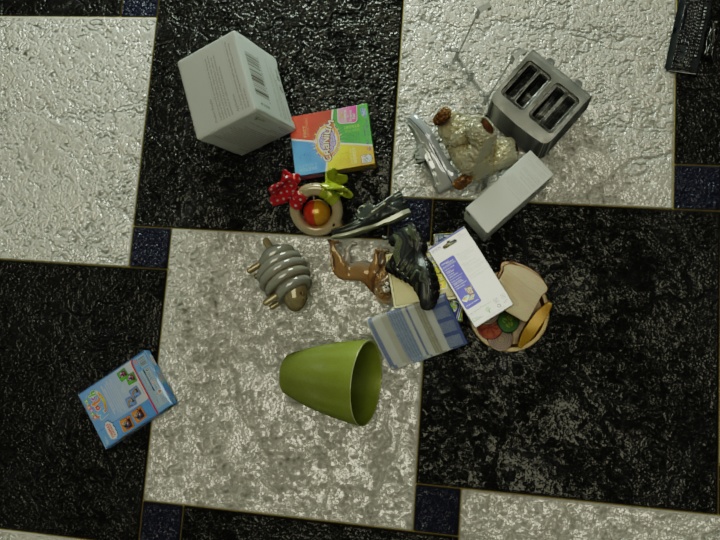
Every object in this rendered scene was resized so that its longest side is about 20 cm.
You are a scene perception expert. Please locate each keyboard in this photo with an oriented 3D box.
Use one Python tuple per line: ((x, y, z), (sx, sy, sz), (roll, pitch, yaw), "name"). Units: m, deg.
((0.781, -0.555, 1.496), (0.103, 0.040, 0.202), (13, 86, 9), "keyboard")

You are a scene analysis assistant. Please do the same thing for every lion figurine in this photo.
((0.000, 0.000, 1.523), (0.198, 0.072, 0.124), (14, 98, 23), "lion figurine")

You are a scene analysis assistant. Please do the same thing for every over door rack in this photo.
((0.269, -0.483, 1.477), (0.066, 0.200, 0.148), (-28, 79, -28), "over door rack")

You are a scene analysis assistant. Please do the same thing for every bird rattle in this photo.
((-0.114, -0.157, 1.525), (0.198, 0.113, 0.165), (-9, 113, -1), "bird rattle")

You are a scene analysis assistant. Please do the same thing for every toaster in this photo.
((0.401, -0.378, 1.484), (0.181, 0.119, 0.200), (43, 90, 11), "toaster")

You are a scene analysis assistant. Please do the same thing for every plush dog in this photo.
((0.242, -0.293, 1.474), (0.160, 0.199, 0.173), (-43, 54, 24), "plush dog")

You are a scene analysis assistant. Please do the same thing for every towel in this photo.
((0.126, 0.139, 1.454), (0.198, 0.024, 0.148), (-21, 113, 18), "towel")

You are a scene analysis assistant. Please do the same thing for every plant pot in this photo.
((-0.075, 0.242, 1.455), (0.198, 0.187, 0.190), (3, 83, 23), "plant pot")

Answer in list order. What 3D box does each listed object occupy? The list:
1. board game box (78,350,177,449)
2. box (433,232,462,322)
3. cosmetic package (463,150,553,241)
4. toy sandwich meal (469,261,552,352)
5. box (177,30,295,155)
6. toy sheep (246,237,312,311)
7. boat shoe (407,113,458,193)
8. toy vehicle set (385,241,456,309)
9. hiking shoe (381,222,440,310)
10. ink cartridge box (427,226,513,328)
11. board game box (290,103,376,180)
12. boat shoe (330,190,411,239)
((-0.566, 0.313, 1.567), (0.199, 0.037, 0.152), (-33, 80, 2), "board game box")
((0.202, 0.019, 1.486), (0.063, 0.070, 0.203), (-2, 83, 8), "box")
((0.334, -0.167, 1.471), (0.200, 0.113, 0.081), (-43, 79, 2), "cosmetic package")
((0.341, 0.085, 1.459), (0.203, 0.070, 0.208), (-1, 83, 7), "toy sandwich meal")
((-0.289, -0.408, 1.520), (0.170, 0.200, 0.201), (-20, 81, 19), "box")
((-0.186, 0.007, 1.511), (0.137, 0.138, 0.201), (-31, 74, 3), "toy sheep")
((0.157, -0.276, 1.525), (0.066, 0.074, 0.201), (-32, 81, 2), "boat shoe")
((0.162, 0.009, 1.444), (0.198, 0.027, 0.126), (-10, 81, 9), "toy vehicle set")
((0.108, 0.001, 1.408), (0.100, 0.076, 0.202), (-21, 65, 19), "hiking shoe")
((0.237, 0.015, 1.396), (0.099, 0.039, 0.201), (-31, 80, 6), "ink cartridge box")
((-0.068, -0.313, 1.576), (0.198, 0.040, 0.155), (-9, 82, 6), "board game box")
((0.018, -0.126, 1.526), (0.198, 0.072, 0.068), (-22, 87, -4), "boat shoe")
